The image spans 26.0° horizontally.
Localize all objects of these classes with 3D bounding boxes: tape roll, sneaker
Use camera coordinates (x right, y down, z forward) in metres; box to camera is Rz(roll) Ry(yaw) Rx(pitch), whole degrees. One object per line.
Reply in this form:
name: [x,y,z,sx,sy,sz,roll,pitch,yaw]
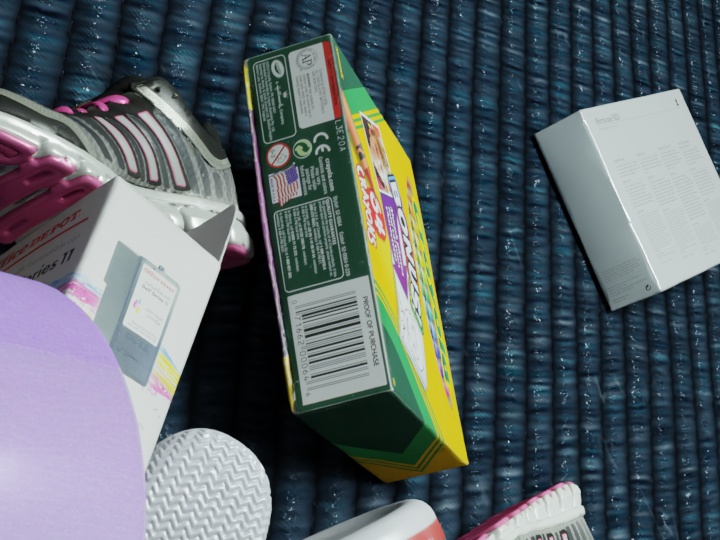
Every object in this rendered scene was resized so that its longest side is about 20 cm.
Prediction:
tape roll: [-0.161,0.094,0.529,0.065,0.199,0.202,19,54,-45]
sneaker: [-0.112,0.157,0.661,0.075,0.114,0.201,35,78,-13]
sneaker: [0.091,0.187,0.903,0.200,0.074,0.088,-14,74,-59]
sneaker: [-0.131,-0.058,0.763,0.199,0.073,0.088,20,54,-51]

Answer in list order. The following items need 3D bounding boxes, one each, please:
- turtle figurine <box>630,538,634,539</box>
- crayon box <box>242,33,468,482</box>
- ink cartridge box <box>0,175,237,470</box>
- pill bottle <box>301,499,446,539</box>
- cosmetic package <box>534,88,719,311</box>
turtle figurine: [0.110,0.236,0.829,0.150,0.100,0.202,30,63,-88]
crayon box: [0.000,0.000,0.863,0.173,0.058,0.201,47,31,-65]
ink cartridge box: [-0.133,0.040,0.670,0.067,0.117,0.201,41,41,-25]
pill bottle: [0.019,0.223,0.753,0.116,0.115,0.201,-17,83,-54]
cosmetic package: [0.232,-0.062,1.260,0.200,0.051,0.152,-17,84,-55]
